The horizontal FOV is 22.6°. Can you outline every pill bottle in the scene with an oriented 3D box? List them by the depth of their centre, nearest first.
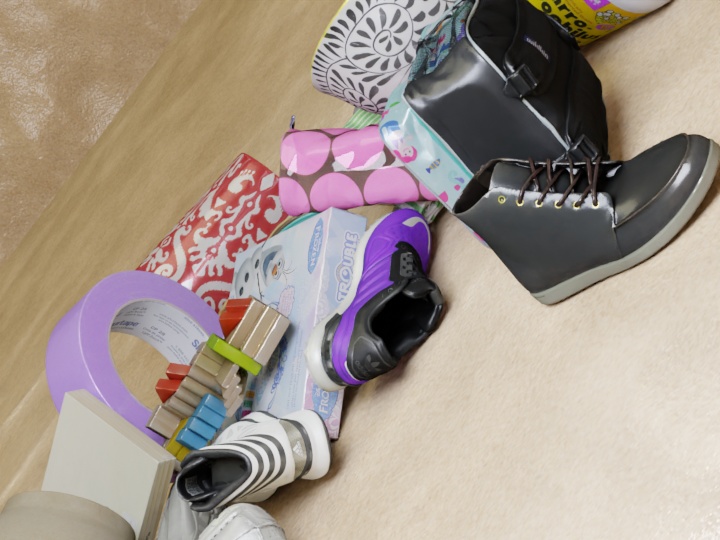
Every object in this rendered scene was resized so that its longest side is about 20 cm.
[{"bbox_3d":[0.206,-0.257,1.530,0.200,0.104,0.105,-22,35,59],"label":"pill bottle"}]

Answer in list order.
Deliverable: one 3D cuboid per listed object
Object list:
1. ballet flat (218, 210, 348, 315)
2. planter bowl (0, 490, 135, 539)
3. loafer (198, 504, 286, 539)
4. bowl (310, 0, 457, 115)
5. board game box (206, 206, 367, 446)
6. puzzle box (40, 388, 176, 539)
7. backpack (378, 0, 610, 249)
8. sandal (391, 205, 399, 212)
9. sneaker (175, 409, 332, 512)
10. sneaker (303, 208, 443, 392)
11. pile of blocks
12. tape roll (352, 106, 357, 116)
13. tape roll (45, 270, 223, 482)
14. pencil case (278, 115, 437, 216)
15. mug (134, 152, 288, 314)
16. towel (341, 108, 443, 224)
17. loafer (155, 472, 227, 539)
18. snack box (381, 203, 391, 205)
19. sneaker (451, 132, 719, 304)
[{"bbox_3d":[-0.078,-0.005,1.854,0.200,0.069,0.063,-45,5,22],"label":"ballet flat"},{"bbox_3d":[-0.263,0.273,1.540,0.200,0.199,0.136,-31,38,49],"label":"planter bowl"},{"bbox_3d":[-0.131,0.277,1.422,0.201,0.070,0.070,-52,49,4],"label":"loafer"},{"bbox_3d":[0.059,-0.203,1.603,0.200,0.094,0.201,-41,-15,-13],"label":"bowl"},{"bbox_3d":[-0.069,0.063,1.630,0.199,0.043,0.202,-23,55,59],"label":"board game box"},{"bbox_3d":[-0.242,0.227,1.643,0.133,0.025,0.202,31,114,32],"label":"puzzle box"},{"bbox_3d":[0.112,-0.129,1.416,0.150,0.177,0.201,-36,20,30],"label":"backpack"},{"bbox_3d":[0.000,0.000,1.652,0.201,0.054,0.082,-60,18,-12],"label":"sandal"},{"bbox_3d":[-0.117,0.162,1.513,0.200,0.114,0.076,-27,76,58],"label":"sneaker"},{"bbox_3d":[0.035,0.021,1.523,0.099,0.070,0.201,-16,35,40],"label":"sneaker"},{"bbox_3d":[-0.139,0.099,1.582,0.201,0.062,0.082,-54,13,21],"label":"pile of blocks"},{"bbox_3d":[0.078,-0.203,1.821,0.200,0.066,0.201,-47,18,20],"label":"tape roll"},{"bbox_3d":[-0.203,0.102,1.742,0.066,0.199,0.201,-40,22,36],"label":"tape roll"},{"bbox_3d":[0.027,-0.097,1.595,0.094,0.198,0.092,3,-95,-72],"label":"pencil case"},{"bbox_3d":[-0.159,-0.021,1.985,0.201,0.133,0.177,-52,19,-6],"label":"mug"},{"bbox_3d":[0.070,-0.152,1.674,0.152,0.023,0.201,33,81,37],"label":"towel"},{"bbox_3d":[-0.154,0.244,1.566,0.070,0.070,0.200,-38,22,16],"label":"loafer"},{"bbox_3d":[-0.002,-0.095,1.810,0.024,0.072,0.200,-57,18,-8],"label":"snack box"},{"bbox_3d":[0.155,-0.053,1.273,0.200,0.106,0.075,-37,23,42],"label":"sneaker"}]
